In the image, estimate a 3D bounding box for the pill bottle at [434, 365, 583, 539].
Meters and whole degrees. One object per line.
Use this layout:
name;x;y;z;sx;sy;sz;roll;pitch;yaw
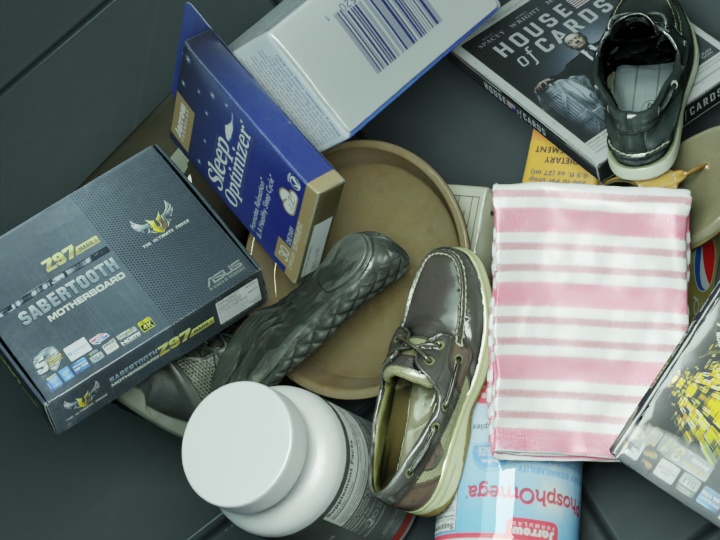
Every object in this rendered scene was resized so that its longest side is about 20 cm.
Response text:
pill bottle;0.110;0.174;1.671;0.108;0.109;0.201;-4;72;27

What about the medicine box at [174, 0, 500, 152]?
medicine box;-0.021;-0.175;1.769;0.182;0.103;0.200;-42;10;-26

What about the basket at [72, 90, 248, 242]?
basket;-0.167;-0.041;1.884;0.180;0.136;0.200;36;89;25

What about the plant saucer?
plant saucer;0.000;0.000;1.733;0.199;0.029;0.201;-4;82;29

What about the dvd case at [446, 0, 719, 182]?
dvd case;0.181;-0.162;1.743;0.150;0.025;0.200;-34;48;-14

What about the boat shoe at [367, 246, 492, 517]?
boat shoe;0.049;0.077;1.638;0.073;0.065;0.201;0;79;39

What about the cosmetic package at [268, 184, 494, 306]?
cosmetic package;0.023;-0.016;1.794;0.199;0.087;0.104;7;81;29

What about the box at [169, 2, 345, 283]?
box;-0.091;-0.098;1.714;0.032;0.121;0.200;-28;66;-27

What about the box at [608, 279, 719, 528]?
box;0.299;0.116;1.573;0.200;0.049;0.161;34;92;3

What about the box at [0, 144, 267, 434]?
box;-0.196;0.011;1.745;0.200;0.051;0.158;-32;58;-15

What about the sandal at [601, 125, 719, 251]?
sandal;0.199;-0.044;1.652;0.200;0.054;0.081;-25;63;19

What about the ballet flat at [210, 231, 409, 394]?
ballet flat;-0.041;0.045;1.710;0.200;0.057;0.067;-41;46;26

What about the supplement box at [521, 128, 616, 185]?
supplement box;0.156;-0.015;1.735;0.066;0.069;0.201;5;77;29

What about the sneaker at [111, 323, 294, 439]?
sneaker;-0.138;0.076;1.800;0.115;0.199;0.076;-67;20;-5

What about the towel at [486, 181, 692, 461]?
towel;0.164;0.038;1.609;0.146;0.030;0.201;1;92;1

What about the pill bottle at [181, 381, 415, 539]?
pill bottle;-0.045;0.153;1.709;0.116;0.200;0.116;-10;69;26

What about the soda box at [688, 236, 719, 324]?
soda box;0.222;0.021;1.687;0.068;0.064;0.201;4;76;29

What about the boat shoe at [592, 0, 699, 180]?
boat shoe;0.207;-0.158;1.667;0.074;0.066;0.200;-1;47;19
